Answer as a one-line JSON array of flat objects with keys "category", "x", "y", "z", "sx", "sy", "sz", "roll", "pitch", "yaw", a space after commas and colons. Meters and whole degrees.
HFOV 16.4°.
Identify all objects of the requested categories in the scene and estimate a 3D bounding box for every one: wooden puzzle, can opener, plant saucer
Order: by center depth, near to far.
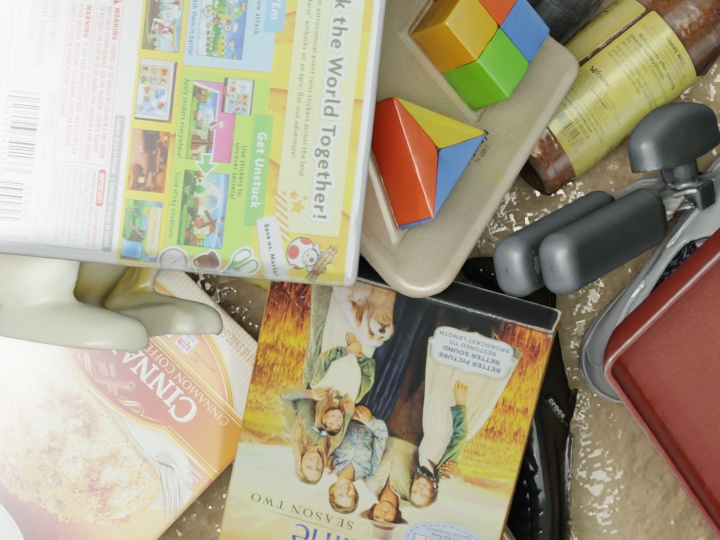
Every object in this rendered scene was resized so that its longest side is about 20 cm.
[{"category": "wooden puzzle", "x": 0.014, "y": -0.116, "z": 1.225, "sx": 0.200, "sy": 0.046, "sz": 0.185, "roll": 45, "pitch": 54, "yaw": -18}, {"category": "can opener", "x": 0.131, "y": -0.036, "z": 1.317, "sx": 0.053, "sy": 0.200, "sz": 0.067, "roll": -5, "pitch": 106, "yaw": 34}, {"category": "plant saucer", "x": 0.230, "y": 0.034, "z": 1.365, "sx": 0.200, "sy": 0.037, "sz": 0.200, "roll": -44, "pitch": 132, "yaw": -7}]

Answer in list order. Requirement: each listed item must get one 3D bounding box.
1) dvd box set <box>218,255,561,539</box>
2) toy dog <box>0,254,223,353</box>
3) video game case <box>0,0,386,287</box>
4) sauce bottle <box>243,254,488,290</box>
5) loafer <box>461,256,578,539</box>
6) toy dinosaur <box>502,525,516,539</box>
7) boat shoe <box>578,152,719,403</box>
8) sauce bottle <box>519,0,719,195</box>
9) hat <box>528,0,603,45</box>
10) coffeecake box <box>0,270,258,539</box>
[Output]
[{"category": "dvd box set", "x": 0.009, "y": 0.093, "z": 1.275, "sx": 0.146, "sy": 0.029, "sz": 0.200, "roll": 16, "pitch": 116, "yaw": 6}, {"category": "toy dog", "x": -0.146, "y": -0.070, "z": 1.234, "sx": 0.194, "sy": 0.140, "sz": 0.200, "roll": 8, "pitch": 94, "yaw": 27}, {"category": "video game case", "x": -0.082, "y": -0.100, "z": 1.140, "sx": 0.182, "sy": 0.023, "sz": 0.200, "roll": 6, "pitch": 93, "yaw": -7}, {"category": "sauce bottle", "x": 0.000, "y": 0.000, "z": 1.300, "sx": 0.200, "sy": 0.065, "sz": 0.065, "roll": 27, "pitch": 86, "yaw": 13}, {"category": "loafer", "x": 0.092, "y": 0.087, "z": 1.365, "sx": 0.071, "sy": 0.073, "sz": 0.200, "roll": -16, "pitch": 109, "yaw": -46}, {"category": "toy dinosaur", "x": 0.054, "y": 0.116, "z": 1.333, "sx": 0.060, "sy": 0.106, "sz": 0.200, "roll": -35, "pitch": 66, "yaw": -29}, {"category": "boat shoe", "x": 0.197, "y": -0.009, "z": 1.384, "sx": 0.200, "sy": 0.069, "sz": 0.072, "roll": -43, "pitch": 96, "yaw": -6}, {"category": "sauce bottle", "x": 0.161, "y": -0.123, "z": 1.379, "sx": 0.200, "sy": 0.066, "sz": 0.066, "roll": -37, "pitch": 96, "yaw": -6}, {"category": "hat", "x": 0.057, "y": -0.197, "z": 1.337, "sx": 0.200, "sy": 0.081, "sz": 0.201, "roll": 2, "pitch": 78, "yaw": -9}, {"category": "coffeecake box", "x": -0.157, "y": 0.079, "z": 1.326, "sx": 0.154, "sy": 0.073, "sz": 0.200, "roll": 44, "pitch": 84, "yaw": -7}]
